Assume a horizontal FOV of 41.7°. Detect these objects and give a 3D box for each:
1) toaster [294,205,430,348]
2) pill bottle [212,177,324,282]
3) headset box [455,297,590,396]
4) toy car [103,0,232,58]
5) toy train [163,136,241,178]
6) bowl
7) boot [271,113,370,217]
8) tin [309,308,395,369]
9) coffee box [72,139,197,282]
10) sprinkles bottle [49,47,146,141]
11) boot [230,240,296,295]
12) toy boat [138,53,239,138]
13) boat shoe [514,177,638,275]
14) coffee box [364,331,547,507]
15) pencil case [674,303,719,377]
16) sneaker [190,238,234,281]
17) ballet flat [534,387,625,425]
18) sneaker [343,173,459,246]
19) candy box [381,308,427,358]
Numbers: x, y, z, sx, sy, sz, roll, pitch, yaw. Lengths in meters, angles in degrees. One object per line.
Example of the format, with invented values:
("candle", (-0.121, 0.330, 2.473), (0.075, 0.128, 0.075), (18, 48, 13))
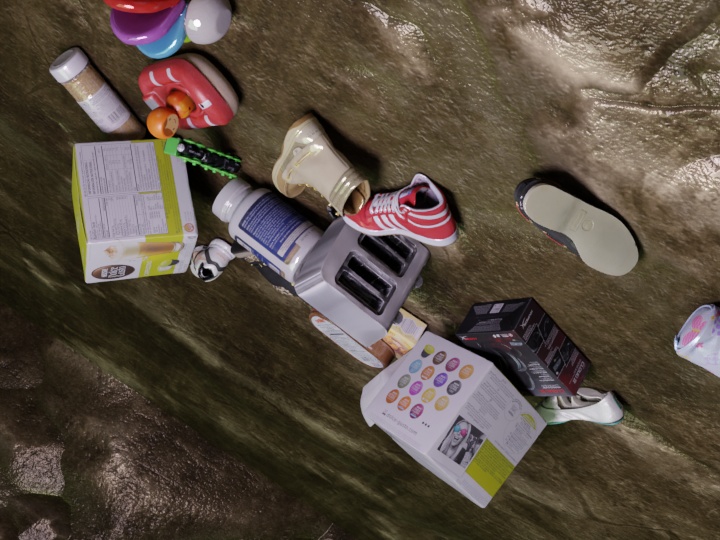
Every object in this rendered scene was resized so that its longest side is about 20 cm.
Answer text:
("toaster", (0.000, 0.000, 1.607), (0.200, 0.181, 0.119), (39, 151, -13))
("pill bottle", (-0.166, -0.078, 1.706), (0.200, 0.111, 0.111), (37, 155, 11))
("headset box", (0.288, 0.143, 1.642), (0.200, 0.077, 0.149), (47, 151, -23))
("toy car", (-0.286, -0.379, 1.304), (0.175, 0.150, 0.200), (23, 152, 19))
("toy train", (-0.271, -0.196, 1.632), (0.056, 0.042, 0.200), (15, -179, 20))
("bowl", (0.089, 0.214, 1.872), (0.075, 0.200, 0.200), (53, 153, 7))
("boot", (-0.062, -0.140, 1.516), (0.155, 0.073, 0.200), (47, 150, 11))
("tin", (-0.017, 0.133, 1.891), (0.200, 0.042, 0.112), (40, 155, -20))
("coffee box", (-0.428, -0.110, 1.767), (0.197, 0.201, 0.200), (-7, 161, -20))
("sprinkles bottle", (-0.479, -0.311, 1.732), (0.068, 0.068, 0.200), (6, 143, 43))
("boot", (-0.143, -0.017, 1.858), (0.200, 0.073, 0.151), (-5, 142, 38))
("toy boat", (-0.295, -0.266, 1.530), (0.200, 0.131, 0.131), (1, 140, 47))
("boat shoe", (0.298, -0.063, 1.298), (0.201, 0.074, 0.063), (31, -168, -18))
("coffee box", (0.171, 0.262, 1.695), (0.200, 0.198, 0.200), (45, 168, -33))
("pencil case", (0.542, 0.131, 1.325), (0.200, 0.083, 0.091), (35, 132, -1))
("sneaker", (-0.343, -0.012, 2.084), (0.074, 0.080, 0.200), (37, 155, -12))
("ballet flat", (0.389, 0.242, 1.727), (0.200, 0.070, 0.069), (-7, 133, 48))
("sneaker", (0.054, -0.103, 1.487), (0.200, 0.071, 0.113), (12, 152, 23))
("candy box", (0.022, 0.089, 1.869), (0.200, 0.055, 0.115), (34, 155, -2))
